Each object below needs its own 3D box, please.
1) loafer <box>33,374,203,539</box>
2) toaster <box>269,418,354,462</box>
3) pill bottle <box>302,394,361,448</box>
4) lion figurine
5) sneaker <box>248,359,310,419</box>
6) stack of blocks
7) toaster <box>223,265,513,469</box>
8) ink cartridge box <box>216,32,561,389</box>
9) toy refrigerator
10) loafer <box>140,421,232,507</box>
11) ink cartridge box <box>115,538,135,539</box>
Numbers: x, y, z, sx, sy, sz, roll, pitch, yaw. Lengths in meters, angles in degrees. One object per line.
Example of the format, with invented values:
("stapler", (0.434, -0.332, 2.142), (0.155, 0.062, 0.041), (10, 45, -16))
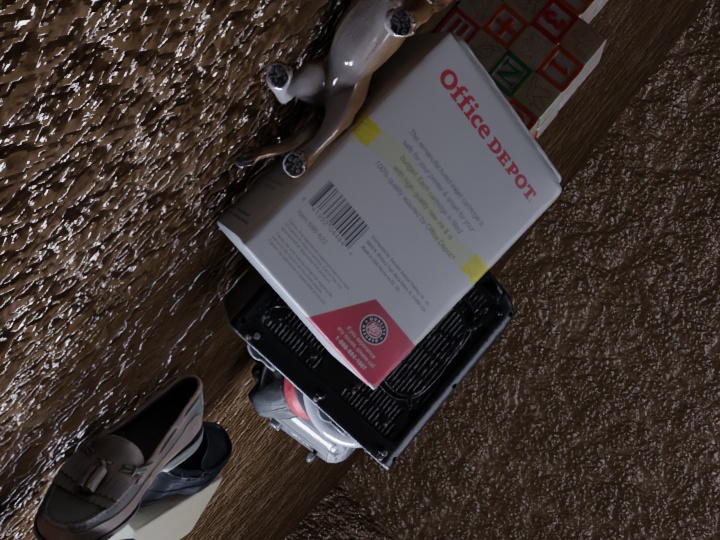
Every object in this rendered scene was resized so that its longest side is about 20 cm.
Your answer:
("loafer", (-0.190, 0.146, 0.821), (0.200, 0.071, 0.064), (-42, 152, -60))
("toaster", (-0.026, 0.162, 1.378), (0.200, 0.129, 0.114), (-47, 170, -17))
("pill bottle", (0.022, 0.113, 1.045), (0.107, 0.106, 0.200), (-51, 166, 12))
("lion figurine", (0.005, -0.143, 0.631), (0.199, 0.073, 0.123), (-39, -175, 28))
("sneaker", (-0.067, 0.091, 1.114), (0.097, 0.072, 0.201), (-17, -153, 23))
("stack of blocks", (0.150, -0.207, 0.852), (0.201, 0.115, 0.059), (-50, 170, -2))
("toaster", (0.008, 0.024, 0.830), (0.201, 0.181, 0.119), (-49, -164, -5))
("ink cartridge box", (0.022, -0.045, 0.715), (0.200, 0.146, 0.083), (-44, -158, -7))
("toy refrigerator", (-0.216, 0.235, 0.999), (0.077, 0.069, 0.200), (-58, 169, 11))
("loafer", (-0.168, 0.176, 0.977), (0.070, 0.068, 0.200), (-40, 169, 14))
("ink cartridge box", (-0.260, 0.263, 0.755), (0.197, 0.045, 0.094), (-26, 168, -4))
